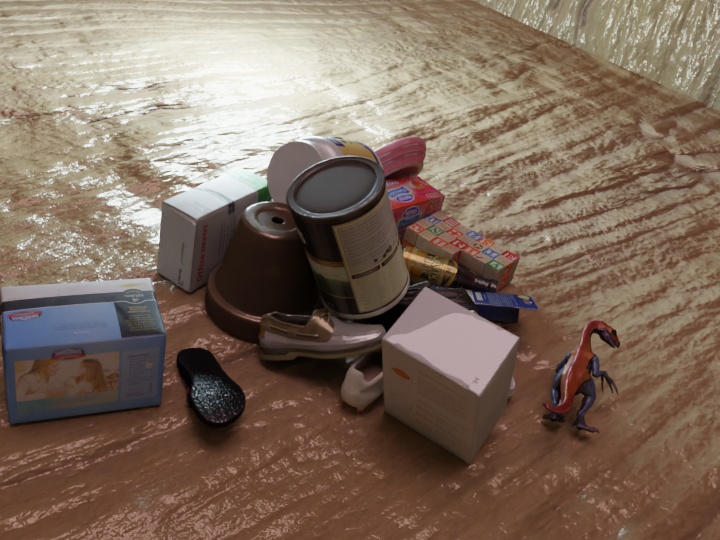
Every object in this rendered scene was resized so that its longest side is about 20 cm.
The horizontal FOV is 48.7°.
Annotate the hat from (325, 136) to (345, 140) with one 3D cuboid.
[{"bbox_3d":[-0.066,-0.137,1.580,0.200,0.166,0.176,-35,68,4],"label":"hat"}]

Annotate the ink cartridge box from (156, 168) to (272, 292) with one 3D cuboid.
[{"bbox_3d":[-0.248,-0.073,1.369,0.084,0.147,0.200,28,35,22],"label":"ink cartridge box"}]

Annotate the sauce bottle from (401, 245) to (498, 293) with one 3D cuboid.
[{"bbox_3d":[0.153,0.008,1.467,0.199,0.066,0.066,15,33,6],"label":"sauce bottle"}]

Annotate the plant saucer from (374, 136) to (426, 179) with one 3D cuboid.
[{"bbox_3d":[0.055,-0.203,1.657,0.200,0.200,0.051,-19,76,-40],"label":"plant saucer"}]

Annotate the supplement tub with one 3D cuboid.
[{"bbox_3d":[-0.060,-0.163,1.416,0.145,0.146,0.200,29,18,23],"label":"supplement tub"}]

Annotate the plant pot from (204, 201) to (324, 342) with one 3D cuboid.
[{"bbox_3d":[-0.143,-0.008,1.286,0.199,0.175,0.201,10,33,-7],"label":"plant pot"}]

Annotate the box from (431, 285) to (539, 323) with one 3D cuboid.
[{"bbox_3d":[0.202,0.058,1.378,0.199,0.033,0.121,5,9,5],"label":"box"}]

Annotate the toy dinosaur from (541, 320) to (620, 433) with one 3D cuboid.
[{"bbox_3d":[0.353,0.155,1.235,0.104,0.200,0.182,13,76,18],"label":"toy dinosaur"}]

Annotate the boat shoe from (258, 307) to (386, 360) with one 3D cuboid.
[{"bbox_3d":[-0.059,0.092,1.193,0.199,0.069,0.075,-5,8,10],"label":"boat shoe"}]

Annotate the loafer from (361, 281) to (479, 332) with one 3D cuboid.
[{"bbox_3d":[0.089,0.056,1.285,0.199,0.073,0.072,6,43,-7],"label":"loafer"}]

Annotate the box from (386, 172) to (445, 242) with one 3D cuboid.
[{"bbox_3d":[0.062,-0.117,1.593,0.199,0.096,0.100,-18,45,-39],"label":"box"}]

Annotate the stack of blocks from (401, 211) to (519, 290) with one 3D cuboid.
[{"bbox_3d":[0.192,-0.032,1.545,0.200,0.059,0.115,32,37,26],"label":"stack of blocks"}]

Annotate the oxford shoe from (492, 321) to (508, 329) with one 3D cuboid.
[{"bbox_3d":[0.192,0.128,1.315,0.071,0.072,0.200,-18,-1,36],"label":"oxford shoe"}]

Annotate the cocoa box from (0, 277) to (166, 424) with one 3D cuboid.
[{"bbox_3d":[-0.373,0.104,1.070,0.199,0.134,0.131,-4,37,-25],"label":"cocoa box"}]

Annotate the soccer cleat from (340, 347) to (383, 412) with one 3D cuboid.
[{"bbox_3d":[0.040,0.140,1.215,0.069,0.078,0.200,28,35,21],"label":"soccer cleat"}]

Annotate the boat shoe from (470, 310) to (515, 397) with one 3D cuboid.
[{"bbox_3d":[0.193,0.131,1.199,0.200,0.065,0.074,44,38,-38],"label":"boat shoe"}]

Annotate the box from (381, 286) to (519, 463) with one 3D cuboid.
[{"bbox_3d":[0.120,0.147,1.101,0.152,0.200,0.106,29,59,22],"label":"box"}]

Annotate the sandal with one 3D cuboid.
[{"bbox_3d":[-0.214,0.171,1.121,0.075,0.045,0.200,3,20,-26],"label":"sandal"}]

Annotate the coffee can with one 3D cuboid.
[{"bbox_3d":[-0.014,-0.048,1.196,0.145,0.201,0.147,-10,40,9],"label":"coffee can"}]
